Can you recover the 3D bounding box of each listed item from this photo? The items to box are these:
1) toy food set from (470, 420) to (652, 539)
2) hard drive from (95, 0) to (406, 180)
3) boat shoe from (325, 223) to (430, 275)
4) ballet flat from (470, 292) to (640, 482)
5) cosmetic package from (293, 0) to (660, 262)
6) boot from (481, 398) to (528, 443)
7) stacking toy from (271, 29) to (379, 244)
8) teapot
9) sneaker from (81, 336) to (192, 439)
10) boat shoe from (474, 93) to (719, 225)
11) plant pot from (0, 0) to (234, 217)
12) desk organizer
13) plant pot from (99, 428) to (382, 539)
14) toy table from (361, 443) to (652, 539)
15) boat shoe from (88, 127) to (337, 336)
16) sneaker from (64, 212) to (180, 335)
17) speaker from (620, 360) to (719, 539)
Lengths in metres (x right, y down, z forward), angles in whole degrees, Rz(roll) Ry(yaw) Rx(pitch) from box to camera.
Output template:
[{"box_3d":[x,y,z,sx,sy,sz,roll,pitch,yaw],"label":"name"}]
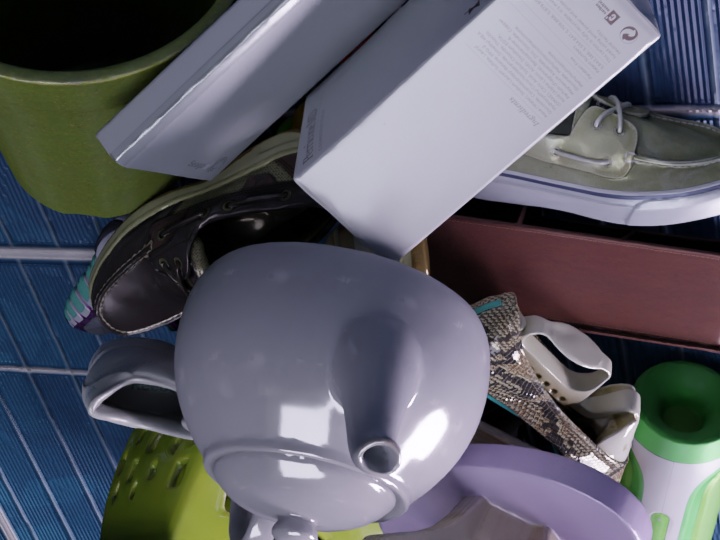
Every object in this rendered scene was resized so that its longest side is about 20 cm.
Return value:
[{"box_3d":[0.088,0.163,1.104,0.199,0.061,0.144,26,156,8],"label":"toy food set"},{"box_3d":[-0.041,-0.127,0.917,0.200,0.132,0.026,-42,78,13],"label":"hard drive"},{"box_3d":[0.000,0.002,1.067,0.062,0.074,0.201,-6,174,-7],"label":"boat shoe"},{"box_3d":[0.132,0.081,1.062,0.075,0.068,0.200,-29,127,23],"label":"ballet flat"},{"box_3d":[0.060,-0.110,0.916,0.200,0.113,0.081,-40,111,20],"label":"cosmetic package"},{"box_3d":[0.114,0.134,1.194,0.157,0.080,0.211,39,145,-7],"label":"boot"},{"box_3d":[-0.022,-0.072,1.054,0.085,0.086,0.200,32,132,-11],"label":"stacking toy"},{"box_3d":[-0.025,0.086,0.950,0.196,0.147,0.200,0,154,26],"label":"teapot"},{"box_3d":[-0.084,0.083,1.102,0.198,0.089,0.076,-4,105,-1],"label":"sneaker"},{"box_3d":[0.138,-0.072,0.991,0.198,0.072,0.062,4,132,21],"label":"boat shoe"},{"box_3d":[-0.163,-0.132,0.990,0.198,0.201,0.191,16,148,6],"label":"plant pot"},{"box_3d":[0.136,-0.014,1.050,0.198,0.072,0.078,9,133,14],"label":"desk organizer"},{"box_3d":[-0.093,0.207,1.238,0.200,0.182,0.199,41,154,-15],"label":"plant pot"},{"box_3d":[0.073,0.192,1.012,0.184,0.118,0.199,44,142,-15],"label":"toy table"},{"box_3d":[-0.092,-0.014,1.017,0.199,0.065,0.073,-35,123,25],"label":"boat shoe"},{"box_3d":[-0.149,0.022,1.159,0.088,0.074,0.200,45,156,3],"label":"sneaker"},{"box_3d":[0.213,0.157,1.174,0.088,0.089,0.201,12,136,10],"label":"speaker"}]
